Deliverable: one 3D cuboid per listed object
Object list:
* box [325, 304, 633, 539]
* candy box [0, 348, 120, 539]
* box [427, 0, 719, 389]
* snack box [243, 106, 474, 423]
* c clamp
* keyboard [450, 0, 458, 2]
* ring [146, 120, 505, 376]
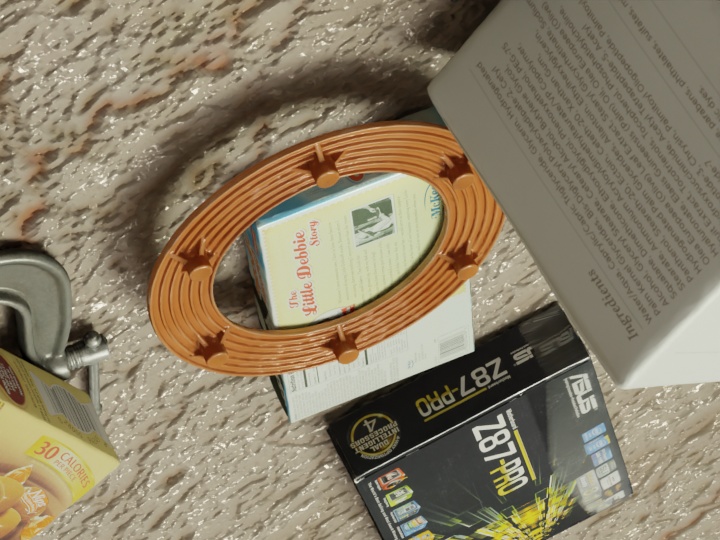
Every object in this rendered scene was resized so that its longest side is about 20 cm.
[{"bbox_3d":[0.077,0.118,1.781,0.161,0.049,0.200,-28,148,-4],"label":"box"},{"bbox_3d":[-0.227,0.084,1.454,0.115,0.055,0.200,-40,143,12],"label":"candy box"},{"bbox_3d":[0.185,-0.070,1.427,0.199,0.200,0.171,-2,143,-47],"label":"box"},{"bbox_3d":[0.000,0.000,1.562,0.116,0.037,0.200,-21,148,-9],"label":"snack box"},{"bbox_3d":[-0.220,0.056,1.491,0.200,0.027,0.171,-15,147,-20],"label":"c clamp"},{"bbox_3d":[0.100,-0.201,1.364,0.200,0.021,0.127,-42,144,25],"label":"keyboard"},{"bbox_3d":[-0.014,-0.004,1.494,0.200,0.019,0.201,-17,146,-12],"label":"ring"}]
